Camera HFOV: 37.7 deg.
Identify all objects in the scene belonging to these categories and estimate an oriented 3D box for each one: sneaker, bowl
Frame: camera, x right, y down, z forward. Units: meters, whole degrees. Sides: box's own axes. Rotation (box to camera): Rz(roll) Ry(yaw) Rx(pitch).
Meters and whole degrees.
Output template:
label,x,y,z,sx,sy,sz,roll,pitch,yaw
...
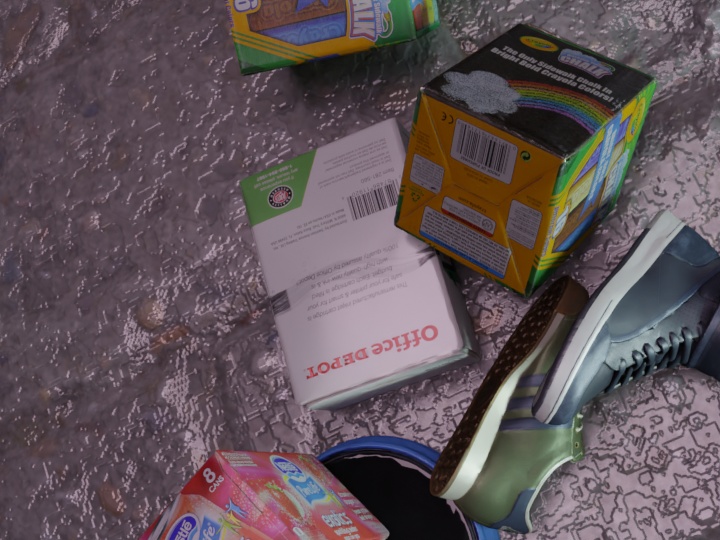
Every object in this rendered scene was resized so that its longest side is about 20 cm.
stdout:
label,x,y,z,sx,sy,sz,roll,pitch,yaw
sneaker,0.139,0.110,0.816,0.090,0.067,0.201,36,75,-8
sneaker,0.225,0.062,0.746,0.146,0.077,0.202,37,63,15
bowl,0.013,0.234,0.839,0.199,0.039,0.203,-4,78,18

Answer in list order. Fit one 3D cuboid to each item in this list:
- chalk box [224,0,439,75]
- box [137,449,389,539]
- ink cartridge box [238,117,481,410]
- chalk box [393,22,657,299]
label,x,y,z,sx,sy,sz,roll,pitch,yaw
chalk box,-0.004,-0.247,0.880,0.198,0.124,0.125,-7,105,17
box,-0.065,0.194,0.745,0.095,0.200,0.100,43,94,19
ink cartridge box,0.000,0.000,0.867,0.145,0.084,0.202,-19,74,14
chalk box,0.135,-0.097,0.803,0.124,0.200,0.125,30,132,23
